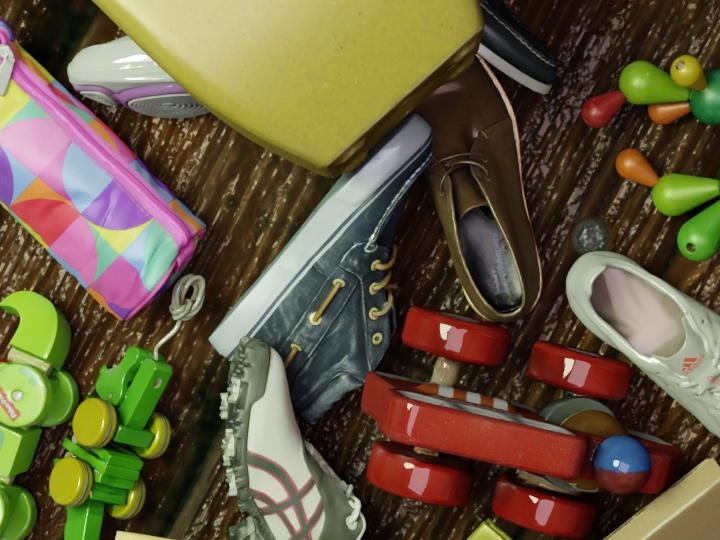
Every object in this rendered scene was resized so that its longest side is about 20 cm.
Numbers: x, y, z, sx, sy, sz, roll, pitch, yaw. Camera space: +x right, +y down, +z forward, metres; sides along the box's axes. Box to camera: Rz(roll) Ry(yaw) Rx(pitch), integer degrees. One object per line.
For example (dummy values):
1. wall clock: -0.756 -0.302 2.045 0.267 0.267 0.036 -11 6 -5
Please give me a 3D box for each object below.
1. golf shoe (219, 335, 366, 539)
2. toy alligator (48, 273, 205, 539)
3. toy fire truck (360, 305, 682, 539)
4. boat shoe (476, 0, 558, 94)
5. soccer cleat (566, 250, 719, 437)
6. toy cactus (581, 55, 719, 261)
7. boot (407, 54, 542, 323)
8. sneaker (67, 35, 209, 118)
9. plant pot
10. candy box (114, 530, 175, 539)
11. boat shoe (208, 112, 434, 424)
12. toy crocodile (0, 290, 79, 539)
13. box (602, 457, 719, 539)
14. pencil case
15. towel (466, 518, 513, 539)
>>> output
1. golf shoe: -0.042 0.131 1.268 0.087 0.077 0.202 -6 114 -4
2. toy alligator: -0.153 0.088 1.293 0.054 0.059 0.202 25 95 42
3. toy fire truck: 0.097 0.099 1.212 0.198 0.168 0.113 15 93 -11
4. boat shoe: 0.056 -0.193 1.258 0.199 0.074 0.066 45 104 11
5. soccer cleat: 0.211 0.056 1.257 0.199 0.078 0.070 33 94 1
6. toy cactus: 0.248 -0.076 1.251 0.200 0.102 0.165 43 84 9
7. boot: 0.066 -0.065 1.263 0.073 0.075 0.202 -20 90 6
8. sneaker: -0.086 -0.154 1.277 0.198 0.075 0.101 -12 80 -2
9. plant pot: -0.037 -0.162 1.142 0.195 0.194 0.200 -40 88 1
10. candy box: -0.057 0.227 1.194 0.198 0.056 0.118 7 75 17
11. boat shoe: 0.000 0.000 1.263 0.091 0.071 0.200 39 113 -4
12. toy crocodile: -0.228 0.113 1.290 0.061 0.067 0.202 20 91 12
13. box: 0.161 0.211 1.239 0.199 0.164 0.021 -39 49 3
14. pencil case: -0.184 -0.063 1.260 0.088 0.088 0.200 -44 99 4
15. towel: 0.046 0.249 1.280 0.086 0.018 0.200 40 109 -2
